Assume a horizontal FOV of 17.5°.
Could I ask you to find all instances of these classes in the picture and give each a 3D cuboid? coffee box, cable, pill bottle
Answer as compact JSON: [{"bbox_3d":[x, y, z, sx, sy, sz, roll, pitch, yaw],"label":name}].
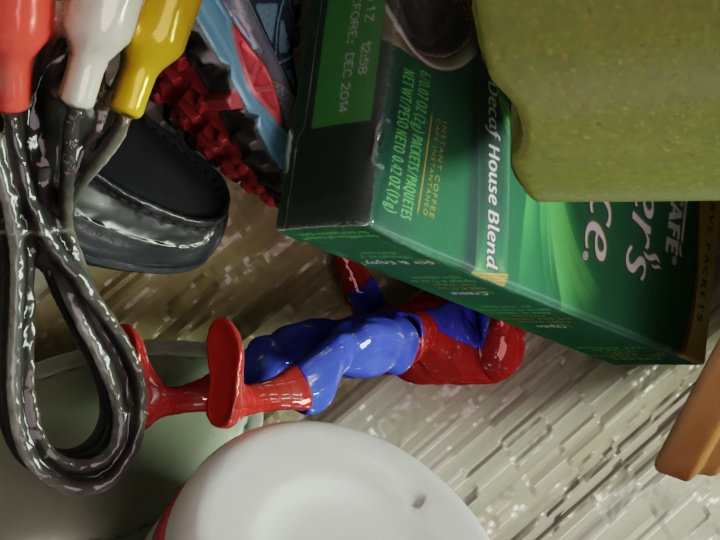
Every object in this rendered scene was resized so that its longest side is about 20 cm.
[{"bbox_3d":[0.057,-0.046,0.805,0.200,0.044,0.124,23,71,-47],"label":"coffee box"},{"bbox_3d":[-0.094,-0.028,0.699,0.097,0.050,0.201,0,98,-34],"label":"cable"},{"bbox_3d":[-0.045,0.151,0.782,0.119,0.120,0.200,8,140,-29],"label":"pill bottle"}]

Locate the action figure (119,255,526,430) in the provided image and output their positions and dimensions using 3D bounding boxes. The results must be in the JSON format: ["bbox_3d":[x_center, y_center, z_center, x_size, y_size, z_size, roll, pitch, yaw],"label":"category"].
[{"bbox_3d":[0.000,0.000,0.817,0.200,0.065,0.100,-1,90,-54],"label":"action figure"}]

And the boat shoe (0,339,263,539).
[{"bbox_3d":[-0.127,0.084,0.797,0.200,0.061,0.072,-25,80,-21],"label":"boat shoe"}]

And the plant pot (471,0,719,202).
[{"bbox_3d":[0.129,-0.097,0.693,0.183,0.201,0.201,-7,114,12],"label":"plant pot"}]

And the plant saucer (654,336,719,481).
[{"bbox_3d":[0.169,-0.008,0.851,0.037,0.200,0.201,29,92,10],"label":"plant saucer"}]

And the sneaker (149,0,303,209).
[{"bbox_3d":[-0.037,-0.112,0.767,0.095,0.079,0.201,-32,118,-17],"label":"sneaker"}]

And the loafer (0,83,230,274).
[{"bbox_3d":[-0.117,-0.063,0.740,0.200,0.068,0.070,30,117,-28],"label":"loafer"}]
